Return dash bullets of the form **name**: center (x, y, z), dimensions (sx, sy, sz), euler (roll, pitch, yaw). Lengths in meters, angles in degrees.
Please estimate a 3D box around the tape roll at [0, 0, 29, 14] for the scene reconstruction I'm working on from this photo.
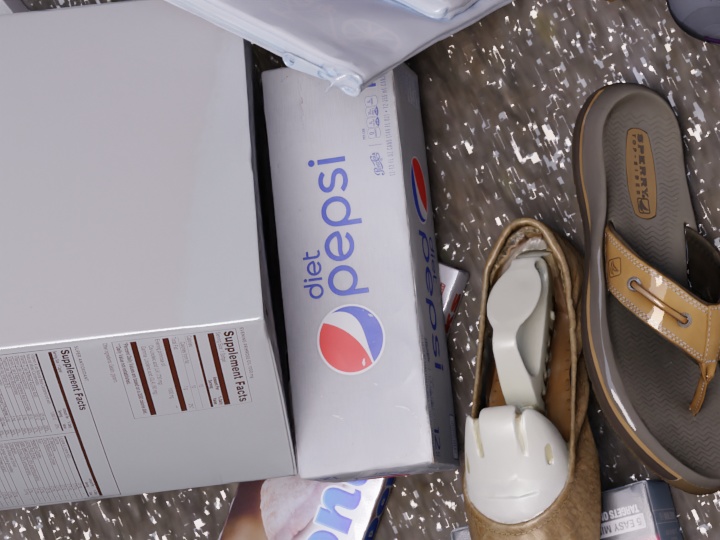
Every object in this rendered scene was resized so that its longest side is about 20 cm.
- **tape roll**: center (-0.257, -0.078, 1.238), dimensions (0.202, 0.037, 0.203), euler (-2, 85, 18)

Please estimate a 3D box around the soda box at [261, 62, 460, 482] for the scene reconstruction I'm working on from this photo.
- **soda box**: center (0.000, 0.000, 1.112), dimensions (0.068, 0.063, 0.200), euler (-8, 82, 14)

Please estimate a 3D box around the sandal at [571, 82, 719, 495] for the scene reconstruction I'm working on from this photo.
- **sandal**: center (0.147, 0.004, 1.082), dimensions (0.055, 0.082, 0.200), euler (-20, 70, 51)

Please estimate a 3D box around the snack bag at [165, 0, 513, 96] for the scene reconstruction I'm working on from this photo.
- **snack bag**: center (-0.034, -0.155, 1.103), dimensions (0.188, 0.200, 0.021), euler (28, 122, 18)

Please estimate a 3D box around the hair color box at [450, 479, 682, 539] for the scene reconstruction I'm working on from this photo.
- **hair color box**: center (0.118, 0.207, 1.085), dimensions (0.099, 0.061, 0.200), euler (-16, 81, 15)

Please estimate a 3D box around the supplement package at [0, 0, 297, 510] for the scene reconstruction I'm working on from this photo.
- **supplement package**: center (-0.140, -0.006, 1.083), dimensions (0.200, 0.147, 0.192), euler (-6, 56, 1)

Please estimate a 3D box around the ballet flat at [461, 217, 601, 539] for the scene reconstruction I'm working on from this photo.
- **ballet flat**: center (0.076, 0.060, 1.065), dimensions (0.068, 0.072, 0.200), euler (-5, 57, 20)

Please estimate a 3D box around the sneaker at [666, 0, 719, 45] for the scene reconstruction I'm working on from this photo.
- **sneaker**: center (0.235, -0.155, 1.067), dimensions (0.200, 0.088, 0.075), euler (-12, 82, 15)

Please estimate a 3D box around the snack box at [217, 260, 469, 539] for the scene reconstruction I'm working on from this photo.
- **snack box**: center (-0.013, 0.083, 1.155), dimensions (0.072, 0.024, 0.200), euler (20, 91, 17)
